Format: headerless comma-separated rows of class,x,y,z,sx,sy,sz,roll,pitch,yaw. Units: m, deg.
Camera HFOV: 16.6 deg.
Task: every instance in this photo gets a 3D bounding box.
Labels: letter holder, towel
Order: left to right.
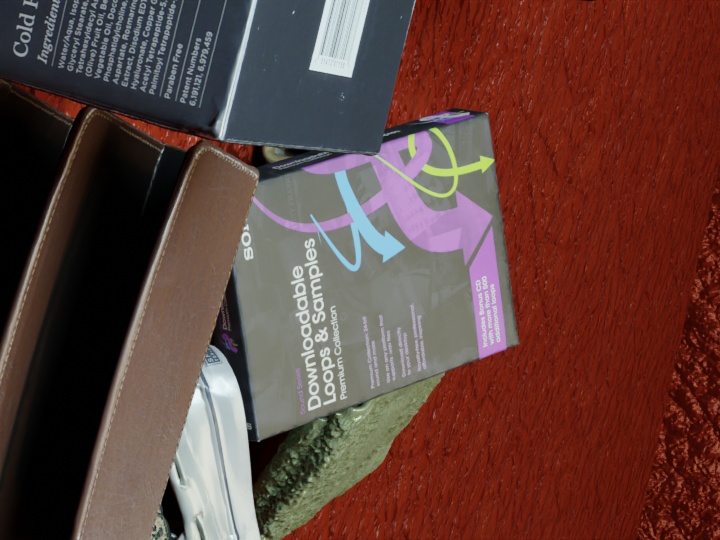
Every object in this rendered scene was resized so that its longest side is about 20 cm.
letter holder,-0.137,0.027,1.073,0.142,0.100,0.202,30,76,-72
towel,-0.008,0.103,1.530,0.148,0.037,0.200,-36,168,-39

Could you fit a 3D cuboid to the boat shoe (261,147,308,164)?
boat shoe,-0.029,-0.079,1.435,0.072,0.072,0.201,-26,146,-29

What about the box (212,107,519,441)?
box,0.000,0.000,1.399,0.199,0.036,0.144,-19,107,-35

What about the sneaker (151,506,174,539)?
sneaker,-0.149,0.173,1.232,0.199,0.076,0.115,0,84,-58

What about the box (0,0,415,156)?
box,-0.090,-0.118,0.942,0.200,0.181,0.105,-5,109,-74

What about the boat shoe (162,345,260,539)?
boat shoe,-0.093,0.142,1.346,0.065,0.072,0.202,-16,116,-25
